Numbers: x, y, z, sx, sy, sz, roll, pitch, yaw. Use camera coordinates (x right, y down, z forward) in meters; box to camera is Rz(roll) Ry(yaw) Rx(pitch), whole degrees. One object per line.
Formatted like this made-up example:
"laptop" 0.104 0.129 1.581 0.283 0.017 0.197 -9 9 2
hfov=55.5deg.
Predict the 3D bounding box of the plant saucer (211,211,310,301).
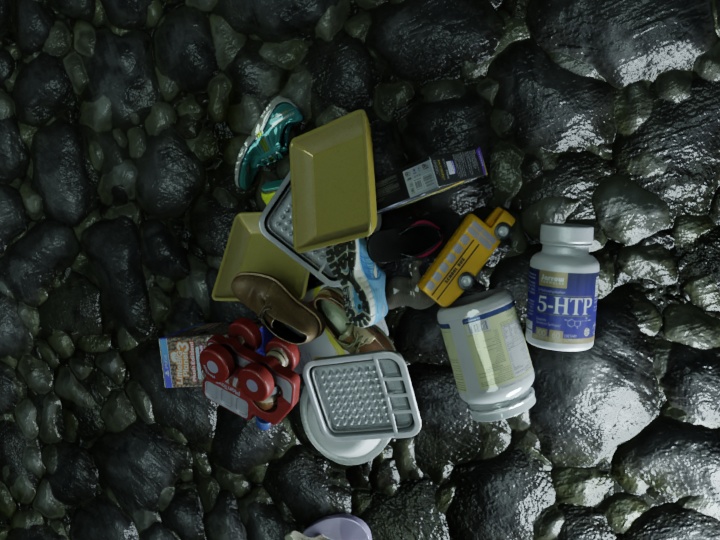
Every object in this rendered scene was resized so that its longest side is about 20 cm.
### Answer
"plant saucer" -0.174 -0.019 1.338 0.194 0.049 0.205 0 59 18

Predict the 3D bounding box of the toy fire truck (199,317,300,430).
"toy fire truck" -0.197 0.198 1.224 0.195 0.112 0.172 22 126 18

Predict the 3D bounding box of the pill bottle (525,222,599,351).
"pill bottle" 0.347 0.025 1.176 0.116 0.119 0.207 4 98 17

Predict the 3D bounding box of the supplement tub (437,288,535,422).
"supplement tub" 0.227 0.148 1.217 0.141 0.145 0.206 -16 92 19

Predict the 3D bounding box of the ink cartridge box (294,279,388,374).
"ink cartridge box" -0.062 0.099 1.338 0.195 0.083 0.149 -21 91 19

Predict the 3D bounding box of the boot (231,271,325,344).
"boot" -0.160 0.065 1.219 0.196 0.075 0.075 29 115 16

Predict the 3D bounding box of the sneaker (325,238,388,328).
"sneaker" 0.000 0.000 1.235 0.077 0.089 0.206 -20 80 40

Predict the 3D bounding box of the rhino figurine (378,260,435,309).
"rhino figurine" 0.100 0.028 1.286 0.193 0.060 0.091 -1 86 5

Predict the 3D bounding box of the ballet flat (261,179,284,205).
"ballet flat" -0.099 -0.155 1.334 0.194 0.067 0.069 -12 115 15

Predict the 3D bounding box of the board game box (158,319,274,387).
"board game box" -0.275 0.164 1.377 0.194 0.159 0.100 -5 95 18

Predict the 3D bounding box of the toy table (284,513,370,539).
"toy table" -0.078 0.590 1.391 0.185 0.117 0.200 47 109 7

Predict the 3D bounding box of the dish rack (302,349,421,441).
"dish rack" 0.005 0.219 1.225 0.194 0.044 0.176 -9 112 19

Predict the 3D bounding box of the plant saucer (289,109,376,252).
"plant saucer" -0.040 -0.143 1.163 0.197 0.048 0.207 -10 80 45

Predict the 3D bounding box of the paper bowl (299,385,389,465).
"paper bowl" -0.027 0.277 1.340 0.194 0.104 0.208 3 99 19

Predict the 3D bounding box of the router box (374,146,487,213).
"router box" 0.097 -0.150 1.181 0.197 0.155 0.054 -17 92 43

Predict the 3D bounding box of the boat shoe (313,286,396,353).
"boat shoe" -0.016 0.117 1.243 0.200 0.074 0.076 44 107 7

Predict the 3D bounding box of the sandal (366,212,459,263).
"sandal" 0.104 -0.055 1.226 0.045 0.195 0.078 -3 101 63

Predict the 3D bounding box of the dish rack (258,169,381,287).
"dish rack" -0.075 -0.088 1.267 0.198 0.043 0.174 36 80 -12

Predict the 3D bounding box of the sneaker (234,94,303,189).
"sneaker" -0.184 -0.241 1.343 0.079 0.078 0.202 34 106 1

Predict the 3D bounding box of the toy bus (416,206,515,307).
"toy bus" 0.189 -0.029 1.222 0.078 0.065 0.202 36 92 0
